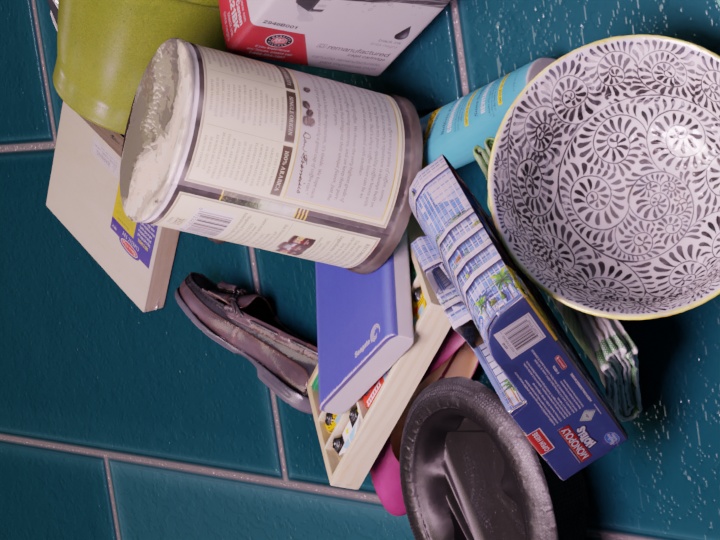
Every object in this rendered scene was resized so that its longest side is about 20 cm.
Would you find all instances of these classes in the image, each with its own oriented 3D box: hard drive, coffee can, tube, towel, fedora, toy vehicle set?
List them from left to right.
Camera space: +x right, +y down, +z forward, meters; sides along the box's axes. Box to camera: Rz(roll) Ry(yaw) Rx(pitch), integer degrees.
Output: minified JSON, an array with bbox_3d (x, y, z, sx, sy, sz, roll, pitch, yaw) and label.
[{"bbox_3d":[-0.071,-0.089,1.630,0.146,0.199,0.147,-41,42,53],"label":"coffee can"},{"bbox_3d":[0.000,0.000,1.709,0.132,0.025,0.201,-48,36,48],"label":"hard drive"},{"bbox_3d":[0.015,0.066,1.708,0.200,0.026,0.124,-62,27,30],"label":"toy vehicle set"},{"bbox_3d":[0.087,-0.112,1.611,0.050,0.078,0.200,40,147,-20],"label":"tube"},{"bbox_3d":[0.117,0.175,1.628,0.200,0.091,0.202,20,116,48],"label":"fedora"},{"bbox_3d":[0.143,0.010,1.529,0.200,0.031,0.149,58,176,23],"label":"towel"}]

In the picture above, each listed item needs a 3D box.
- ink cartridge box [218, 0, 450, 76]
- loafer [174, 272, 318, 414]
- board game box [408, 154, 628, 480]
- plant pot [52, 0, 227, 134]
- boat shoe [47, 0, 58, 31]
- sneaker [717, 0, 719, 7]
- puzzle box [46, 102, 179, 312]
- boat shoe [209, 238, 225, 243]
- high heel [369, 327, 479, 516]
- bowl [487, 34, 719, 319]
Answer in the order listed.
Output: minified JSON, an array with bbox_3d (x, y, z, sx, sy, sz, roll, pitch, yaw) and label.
[{"bbox_3d":[-0.003,-0.242,1.598,0.200,0.144,0.084,-43,50,49],"label":"ink cartridge box"},{"bbox_3d":[-0.088,0.052,1.890,0.200,0.072,0.063,39,110,31],"label":"loafer"},{"bbox_3d":[0.093,0.019,1.481,0.200,0.062,0.200,51,-172,-46],"label":"board game box"},{"bbox_3d":[-0.178,-0.225,1.777,0.200,0.200,0.193,46,126,34],"label":"plant pot"},{"bbox_3d":[-0.263,-0.249,2.019,0.060,0.075,0.201,-95,-16,-84],"label":"boat shoe"},{"bbox_3d":[0.281,-0.176,1.347,0.087,0.074,0.201,-19,82,24],"label":"sneaker"},{"bbox_3d":[-0.249,-0.067,2.083,0.200,0.025,0.133,44,132,35],"label":"puzzle box"},{"bbox_3d":[-0.145,-0.115,1.907,0.073,0.074,0.201,-44,57,60],"label":"boat shoe"},{"bbox_3d":[0.056,0.120,1.706,0.096,0.067,0.201,31,122,56],"label":"high heel"},{"bbox_3d":[0.193,-0.052,1.429,0.201,0.200,0.094,61,-176,20],"label":"bowl"}]
